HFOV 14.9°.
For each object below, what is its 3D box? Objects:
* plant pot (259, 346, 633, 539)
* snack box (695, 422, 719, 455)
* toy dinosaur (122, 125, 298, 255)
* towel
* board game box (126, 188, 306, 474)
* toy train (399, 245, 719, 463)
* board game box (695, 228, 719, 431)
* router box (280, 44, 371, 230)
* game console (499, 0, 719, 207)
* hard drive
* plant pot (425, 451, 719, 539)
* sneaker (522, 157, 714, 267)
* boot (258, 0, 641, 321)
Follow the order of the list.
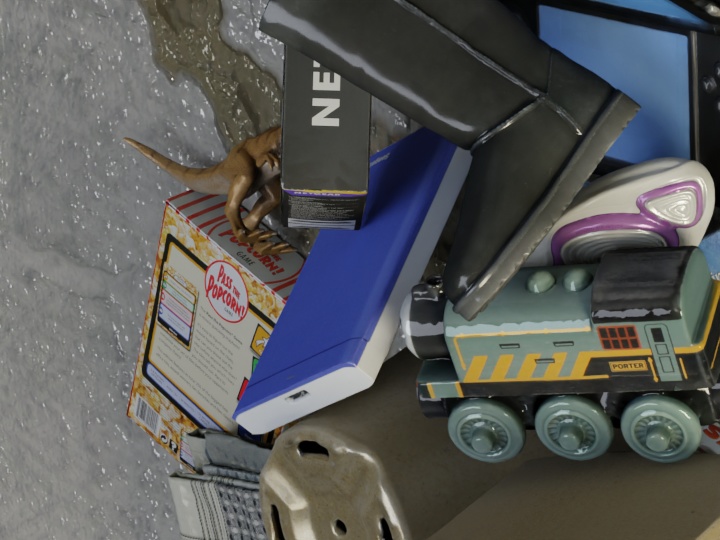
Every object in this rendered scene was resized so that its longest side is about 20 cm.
[{"bbox_3d":[0.047,0.128,1.696,0.200,0.183,0.201,24,125,39],"label":"plant pot"},{"bbox_3d":[0.249,0.166,1.545,0.200,0.024,0.072,40,135,26],"label":"snack box"},{"bbox_3d":[-0.077,-0.064,1.856,0.200,0.060,0.107,-22,67,46],"label":"toy dinosaur"},{"bbox_3d":[-0.057,0.211,1.877,0.192,0.034,0.201,7,108,51],"label":"towel"},{"bbox_3d":[-0.088,0.063,1.924,0.151,0.046,0.201,40,134,29],"label":"board game box"},{"bbox_3d":[0.118,0.044,1.542,0.199,0.085,0.114,-2,127,25],"label":"toy train"},{"bbox_3d":[0.240,0.069,1.558,0.200,0.043,0.200,-29,85,51],"label":"board game box"},{"bbox_3d":[-0.019,-0.133,1.626,0.157,0.052,0.201,101,171,-84],"label":"router box"},{"bbox_3d":[0.116,-0.119,1.548,0.200,0.116,0.177,19,121,43],"label":"game console"},{"bbox_3d":[0.000,0.000,1.687,0.025,0.200,0.132,38,145,-19],"label":"hard drive"},{"bbox_3d":[0.159,0.207,1.507,0.177,0.200,0.201,-18,97,35],"label":"plant pot"},{"bbox_3d":[0.127,-0.029,1.587,0.075,0.100,0.200,31,141,-23],"label":"sneaker"},{"bbox_3d":[0.029,-0.090,1.500,0.200,0.165,0.066,37,155,2],"label":"boot"}]
